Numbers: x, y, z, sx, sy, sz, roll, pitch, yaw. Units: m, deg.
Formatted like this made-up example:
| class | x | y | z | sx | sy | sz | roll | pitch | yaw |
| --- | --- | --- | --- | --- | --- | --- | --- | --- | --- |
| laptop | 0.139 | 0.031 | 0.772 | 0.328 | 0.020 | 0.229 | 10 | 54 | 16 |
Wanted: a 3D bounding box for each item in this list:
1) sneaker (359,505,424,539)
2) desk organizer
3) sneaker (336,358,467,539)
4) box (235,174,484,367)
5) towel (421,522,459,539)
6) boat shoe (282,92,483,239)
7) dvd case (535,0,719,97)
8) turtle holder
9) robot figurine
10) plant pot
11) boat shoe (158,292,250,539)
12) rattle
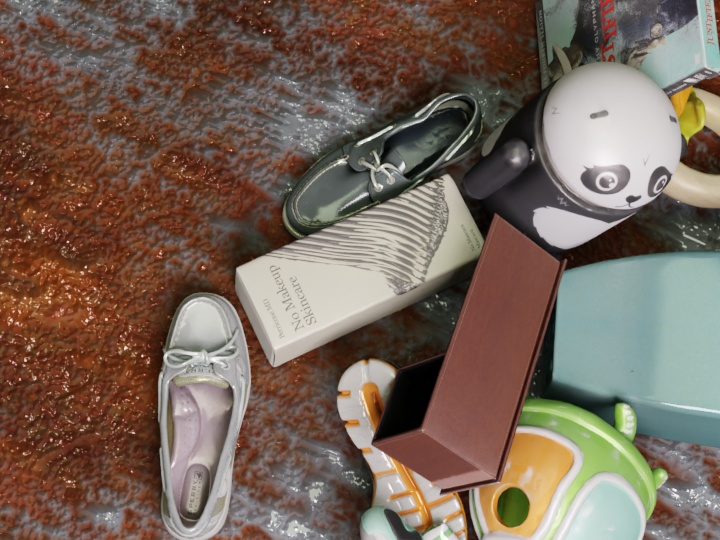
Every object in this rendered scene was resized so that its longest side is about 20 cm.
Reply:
| class | x | y | z | sx | sy | sz | roll | pitch | yaw |
| --- | --- | --- | --- | --- | --- | --- | --- | --- | --- |
| sneaker | 0.011 | 0.288 | 0.956 | 0.139 | 0.078 | 0.201 | -28 | 84 | 13 |
| desk organizer | 0.085 | 0.062 | 0.993 | 0.077 | 0.072 | 0.201 | 35 | 58 | -22 |
| sneaker | 0.041 | 0.161 | 1.038 | 0.078 | 0.077 | 0.201 | -13 | 95 | 12 |
| box | 0.000 | 0.000 | 1.077 | 0.199 | 0.068 | 0.082 | -25 | 79 | -12 |
| towel | 0.063 | 0.312 | 0.993 | 0.152 | 0.023 | 0.201 | -35 | 81 | 14 |
| boat shoe | 0.020 | -0.094 | 1.108 | 0.199 | 0.062 | 0.073 | -30 | 80 | -13 |
| dvd case | 0.219 | -0.199 | 1.091 | 0.022 | 0.200 | 0.147 | 6 | 74 | -28 |
| turtle holder | 0.151 | 0.190 | 1.006 | 0.140 | 0.186 | 0.132 | 21 | 54 | 17 |
| robot figurine | 0.172 | -0.085 | 1.047 | 0.125 | 0.200 | 0.150 | 43 | 61 | -5 |
| plant pot | 0.253 | 0.063 | 1.052 | 0.199 | 0.141 | 0.142 | 5 | 74 | 3 |
| boat shoe | -0.128 | 0.114 | 1.036 | 0.074 | 0.065 | 0.203 | 7 | 74 | -4 |
| rattle | 0.338 | -0.115 | 1.104 | 0.200 | 0.143 | 0.130 | 35 | 38 | 13 |
